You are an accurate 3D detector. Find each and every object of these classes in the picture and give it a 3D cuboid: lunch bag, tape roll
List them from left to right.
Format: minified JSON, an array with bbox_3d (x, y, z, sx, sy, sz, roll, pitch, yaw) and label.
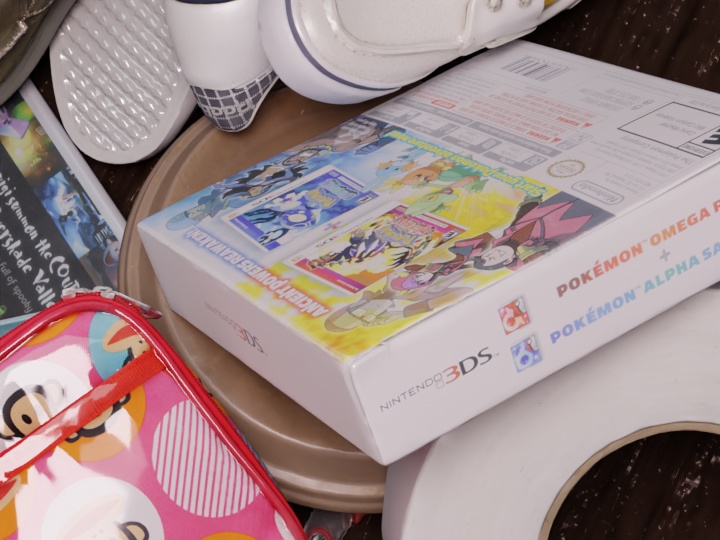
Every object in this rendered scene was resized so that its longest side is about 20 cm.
[{"bbox_3d":[-0.134,0.105,0.720,0.200,0.082,0.176,-36,90,-12],"label":"lunch bag"},{"bbox_3d":[0.109,0.099,0.718,0.201,0.071,0.204,-1,100,-5],"label":"tape roll"}]

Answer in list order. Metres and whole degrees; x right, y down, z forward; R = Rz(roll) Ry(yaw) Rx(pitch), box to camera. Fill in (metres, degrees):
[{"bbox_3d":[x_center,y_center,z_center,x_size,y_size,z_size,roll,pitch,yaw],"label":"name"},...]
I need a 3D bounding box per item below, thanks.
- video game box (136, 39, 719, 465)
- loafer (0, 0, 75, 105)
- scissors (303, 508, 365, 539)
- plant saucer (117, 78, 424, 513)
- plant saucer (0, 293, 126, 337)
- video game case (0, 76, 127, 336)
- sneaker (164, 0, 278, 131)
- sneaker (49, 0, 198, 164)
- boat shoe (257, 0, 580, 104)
[{"bbox_3d":[0.036,-0.017,0.709,0.182,0.200,0.047,-25,113,-18],"label":"video game box"},{"bbox_3d":[-0.154,-0.130,0.814,0.200,0.070,0.075,-43,74,20],"label":"loafer"},{"bbox_3d":[-0.016,0.098,0.810,0.073,0.014,0.200,37,81,13],"label":"scissors"},{"bbox_3d":[0.000,0.000,0.807,0.199,0.030,0.201,3,64,-6],"label":"plant saucer"},{"bbox_3d":[-0.174,0.062,0.810,0.199,0.019,0.070,-11,71,1],"label":"plant saucer"},{"bbox_3d":[-0.185,0.017,0.848,0.181,0.023,0.200,-34,71,-5],"label":"video game case"},{"bbox_3d":[-0.016,-0.138,0.840,0.076,0.081,0.200,11,38,36],"label":"sneaker"},{"bbox_3d":[-0.084,-0.147,0.866,0.078,0.079,0.201,10,97,16],"label":"sneaker"},{"bbox_3d":[0.044,-0.119,0.785,0.200,0.070,0.071,-21,93,-45],"label":"boat shoe"}]
